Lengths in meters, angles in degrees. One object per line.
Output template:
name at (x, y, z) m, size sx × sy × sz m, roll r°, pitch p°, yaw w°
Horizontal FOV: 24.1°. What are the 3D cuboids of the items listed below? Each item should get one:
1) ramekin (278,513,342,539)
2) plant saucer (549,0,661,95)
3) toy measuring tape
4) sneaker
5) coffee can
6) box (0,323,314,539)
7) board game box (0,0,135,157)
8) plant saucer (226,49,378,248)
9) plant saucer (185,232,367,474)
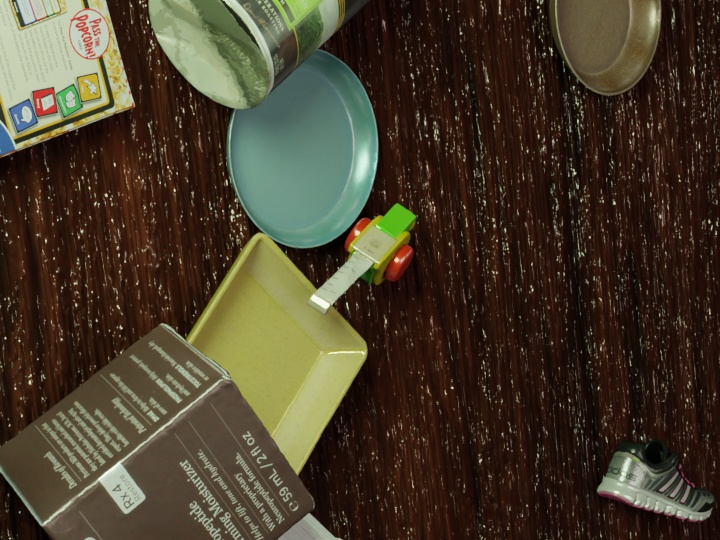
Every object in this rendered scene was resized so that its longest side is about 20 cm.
ramekin at (-0.111, 0.296, 1.580) m, size 0.105 × 0.200 × 0.200 m, roll 49°, pitch 59°, yaw -7°
plant saucer at (0.285, -0.310, 2.008) m, size 0.200 × 0.037 × 0.202 m, roll -5°, pitch 98°, yaw -42°
toy measuring tape at (0.000, 0.000, 1.732) m, size 0.200 × 0.073 × 0.074 m, roll -47°, pitch 124°, yaw -43°
sneaker at (0.382, 0.260, 2.119) m, size 0.199 × 0.074 × 0.088 m, roll 18°, pitch 88°, yaw -38°
coffee can at (-0.081, -0.269, 1.591) m, size 0.200 × 0.146 × 0.147 m, roll -47°, pitch 123°, yaw -30°
box at (-0.182, 0.186, 1.485) m, size 0.200 × 0.164 × 0.166 m, roll -39°, pitch 119°, yaw -13°
board game box at (-0.302, -0.184, 1.458) m, size 0.199 × 0.046 × 0.152 m, roll -26°, pitch 111°, yaw -39°
plant saucer at (-0.062, -0.124, 1.703) m, size 0.199 × 0.027 × 0.202 m, roll -4°, pitch 96°, yaw -44°
plant saucer at (-0.105, 0.097, 1.666) m, size 0.200 × 0.048 × 0.201 m, roll 48°, pitch 63°, yaw -35°
